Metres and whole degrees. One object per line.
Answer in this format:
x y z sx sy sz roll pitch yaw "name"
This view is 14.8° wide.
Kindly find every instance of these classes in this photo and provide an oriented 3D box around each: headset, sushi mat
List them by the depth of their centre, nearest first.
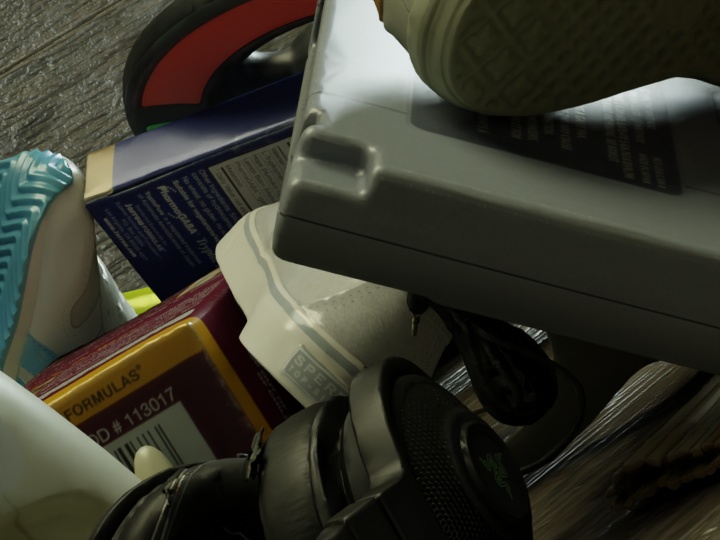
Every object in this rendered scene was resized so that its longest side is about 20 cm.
-0.017 0.053 0.627 0.123 0.094 0.200 -28 2 42 "headset"
0.134 0.000 0.699 0.096 0.012 0.200 -28 5 34 "sushi mat"

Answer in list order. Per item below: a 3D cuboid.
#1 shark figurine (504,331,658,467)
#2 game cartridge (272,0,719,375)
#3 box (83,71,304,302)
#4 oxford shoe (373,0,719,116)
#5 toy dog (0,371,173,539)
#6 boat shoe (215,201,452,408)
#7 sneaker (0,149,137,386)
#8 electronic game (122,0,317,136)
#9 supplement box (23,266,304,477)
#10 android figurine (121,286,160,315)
0.102 -0.012 0.828 0.090 0.128 0.215 107 180 -46 "shark figurine"
0.049 -0.033 0.701 0.200 0.133 0.042 -83 12 -68 "game cartridge"
0.015 -0.028 1.019 0.200 0.121 0.032 -19 43 19 "box"
0.083 -0.080 0.694 0.200 0.058 0.075 -9 -53 -37 "oxford shoe"
-0.126 0.050 0.731 0.194 0.200 0.139 -36 6 -41 "toy dog"
0.000 0.000 0.845 0.069 0.072 0.200 -45 3 4 "boat shoe"
-0.112 0.032 1.082 0.081 0.077 0.200 -9 -46 -15 "sneaker"
0.010 -0.073 1.042 0.200 0.042 0.200 -5 -23 -2 "electronic game"
-0.062 0.060 0.928 0.110 0.086 0.200 -30 5 11 "supplement box"
-0.007 0.003 1.168 0.200 0.041 0.182 -14 -2 6 "android figurine"
